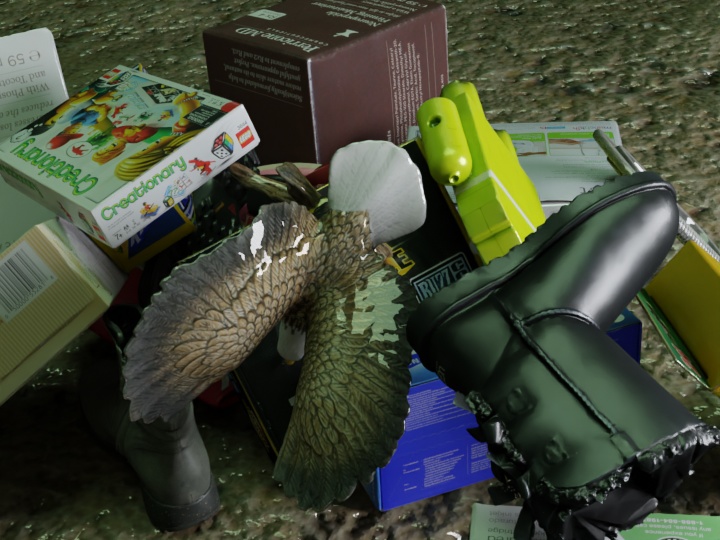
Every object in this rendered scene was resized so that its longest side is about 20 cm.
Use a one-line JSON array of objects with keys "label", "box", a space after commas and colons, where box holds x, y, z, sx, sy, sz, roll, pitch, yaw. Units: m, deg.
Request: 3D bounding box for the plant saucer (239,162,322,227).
[{"label": "plant saucer", "box": [-0.061, -0.044, 1.089, 0.198, 0.051, 0.201, -1, 28, 0]}]

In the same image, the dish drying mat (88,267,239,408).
[{"label": "dish drying mat", "box": [-0.154, 0.045, 0.964, 0.199, 0.018, 0.077, 28, 46, 32]}]

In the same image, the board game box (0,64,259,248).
[{"label": "board game box", "box": [-0.173, -0.087, 0.870, 0.126, 0.035, 0.199, -39, 34, -20]}]

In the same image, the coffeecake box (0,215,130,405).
[{"label": "coffeecake box", "box": [-0.246, 0.037, 0.858, 0.153, 0.073, 0.200, -42, 9, -1]}]

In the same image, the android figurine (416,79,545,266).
[{"label": "android figurine", "box": [0.102, -0.046, 0.901, 0.041, 0.182, 0.201, -26, 47, 19]}]

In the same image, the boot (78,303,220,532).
[{"label": "boot", "box": [-0.153, 0.075, 0.851, 0.067, 0.132, 0.200, -19, 32, -23]}]

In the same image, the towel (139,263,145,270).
[{"label": "towel", "box": [-0.123, 0.010, 1.067, 0.191, 0.035, 0.199, -22, 33, -29]}]

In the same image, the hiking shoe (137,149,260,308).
[{"label": "hiking shoe", "box": [-0.147, -0.029, 1.005, 0.100, 0.076, 0.201, -18, 38, 34]}]

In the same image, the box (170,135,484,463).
[{"label": "box", "box": [-0.010, 0.021, 0.870, 0.199, 0.161, 0.049, -28, 4, -18]}]

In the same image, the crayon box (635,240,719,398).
[{"label": "crayon box", "box": [0.259, 0.060, 0.780, 0.199, 0.051, 0.127, 34, 19, -24]}]

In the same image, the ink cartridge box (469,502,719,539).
[{"label": "ink cartridge box", "box": [0.119, 0.215, 0.610, 0.144, 0.088, 0.201, 2, 31, 10]}]

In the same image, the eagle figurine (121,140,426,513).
[{"label": "eagle figurine", "box": [-0.036, 0.026, 0.760, 0.150, 0.152, 0.201, -3, 39, 23]}]

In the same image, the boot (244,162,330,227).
[{"label": "boot", "box": [0.000, 0.000, 0.926, 0.198, 0.146, 0.072, 16, 16, 3]}]

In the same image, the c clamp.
[{"label": "c clamp", "box": [0.259, -0.032, 0.968, 0.027, 0.200, 0.171, -42, 19, 17]}]

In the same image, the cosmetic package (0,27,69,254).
[{"label": "cosmetic package", "box": [-0.330, -0.090, 1.062, 0.166, 0.202, 0.166, -17, 12, -18]}]

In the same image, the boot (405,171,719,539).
[{"label": "boot", "box": [0.135, 0.047, 0.681, 0.197, 0.074, 0.163, -30, 50, -9]}]

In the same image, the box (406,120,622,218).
[{"label": "box", "box": [0.137, -0.058, 1.091, 0.197, 0.098, 0.177, -1, 29, 5]}]

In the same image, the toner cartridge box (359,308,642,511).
[{"label": "toner cartridge box", "box": [0.094, 0.088, 0.833, 0.198, 0.096, 0.043, -13, 29, -17]}]

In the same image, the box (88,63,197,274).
[{"label": "box", "box": [-0.181, -0.086, 0.978, 0.070, 0.064, 0.201, -31, 33, 8]}]

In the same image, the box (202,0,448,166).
[{"label": "box", "box": [-0.029, -0.184, 1.269, 0.165, 0.166, 0.199, 23, 38, 40]}]
